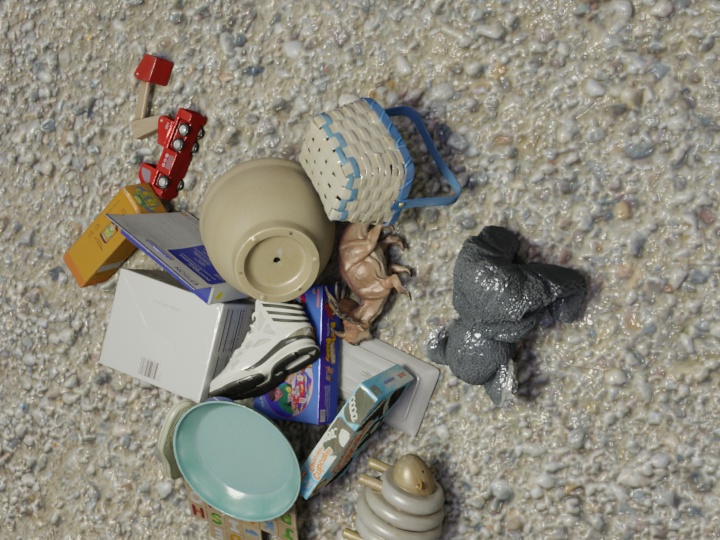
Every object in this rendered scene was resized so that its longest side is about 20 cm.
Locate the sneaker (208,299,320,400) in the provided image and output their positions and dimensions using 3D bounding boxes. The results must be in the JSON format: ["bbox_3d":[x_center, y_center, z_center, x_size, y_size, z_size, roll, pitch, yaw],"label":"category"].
[{"bbox_3d":[-0.150,0.111,1.588,0.199,0.075,0.117,-29,61,25],"label":"sneaker"}]

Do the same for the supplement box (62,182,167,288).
[{"bbox_3d":[-0.398,-0.056,1.738,0.200,0.068,0.067,-41,77,34],"label":"supplement box"}]

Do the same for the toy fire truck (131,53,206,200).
[{"bbox_3d":[-0.325,-0.232,1.741,0.140,0.049,0.202,28,101,24],"label":"toy fire truck"}]

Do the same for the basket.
[{"bbox_3d":[0.025,-0.154,1.488,0.178,0.197,0.140,63,151,31],"label":"basket"}]

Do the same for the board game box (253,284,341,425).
[{"bbox_3d":[-0.096,0.122,1.606,0.133,0.044,0.203,1,88,39],"label":"board game box"}]

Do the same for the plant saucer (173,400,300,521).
[{"bbox_3d":[-0.169,0.262,1.516,0.197,0.036,0.203,10,119,18],"label":"plant saucer"}]

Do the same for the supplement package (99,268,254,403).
[{"bbox_3d":[-0.283,0.099,1.678,0.198,0.111,0.158,17,96,25],"label":"supplement package"}]

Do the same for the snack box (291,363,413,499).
[{"bbox_3d":[-0.012,0.228,1.524,0.037,0.116,0.201,41,116,16],"label":"snack box"}]

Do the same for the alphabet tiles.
[{"bbox_3d":[-0.180,0.368,1.623,0.198,0.008,0.169,15,130,22],"label":"alphabet tiles"}]

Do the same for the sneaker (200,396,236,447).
[{"bbox_3d":[-0.208,0.238,1.626,0.080,0.116,0.201,25,137,8],"label":"sneaker"}]

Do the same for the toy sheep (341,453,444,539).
[{"bbox_3d":[0.051,0.347,1.506,0.137,0.137,0.202,25,114,24],"label":"toy sheep"}]

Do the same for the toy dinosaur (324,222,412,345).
[{"bbox_3d":[0.000,0.000,1.544,0.134,0.086,0.203,-16,84,11],"label":"toy dinosaur"}]

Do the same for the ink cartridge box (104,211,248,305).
[{"bbox_3d":[-0.264,-0.021,1.622,0.197,0.199,0.047,37,113,22],"label":"ink cartridge box"}]

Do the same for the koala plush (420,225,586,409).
[{"bbox_3d":[0.173,0.069,1.441,0.176,0.183,0.202,33,114,23],"label":"koala plush"}]

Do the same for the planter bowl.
[{"bbox_3d":[-0.124,-0.040,1.508,0.200,0.199,0.135,-47,28,17],"label":"planter bowl"}]

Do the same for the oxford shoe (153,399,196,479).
[{"bbox_3d":[-0.287,0.254,1.654,0.058,0.075,0.201,51,151,25],"label":"oxford shoe"}]

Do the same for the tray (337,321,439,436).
[{"bbox_3d":[0.012,0.156,1.585,0.198,0.022,0.109,24,100,24],"label":"tray"}]
